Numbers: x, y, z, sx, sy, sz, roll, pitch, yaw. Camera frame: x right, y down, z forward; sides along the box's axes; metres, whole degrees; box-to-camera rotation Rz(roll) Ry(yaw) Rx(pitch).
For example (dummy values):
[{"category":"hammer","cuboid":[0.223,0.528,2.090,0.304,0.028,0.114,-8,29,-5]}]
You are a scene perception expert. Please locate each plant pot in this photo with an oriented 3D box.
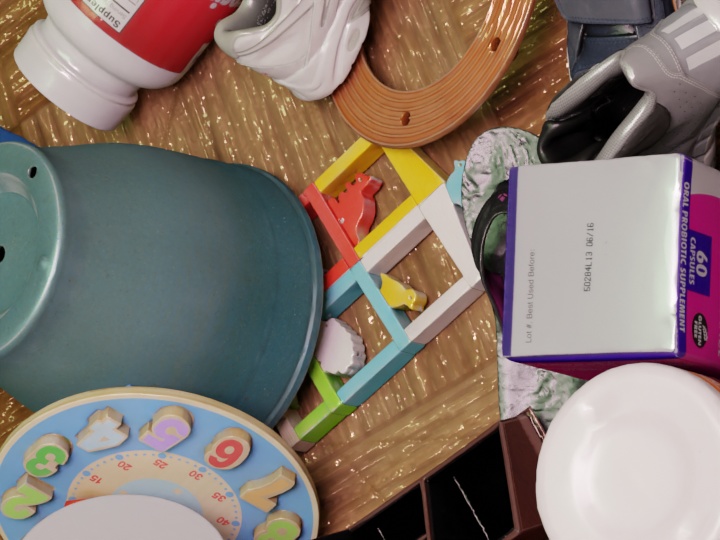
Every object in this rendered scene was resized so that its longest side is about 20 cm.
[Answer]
[{"category":"plant pot","cuboid":[-0.157,0.010,1.473,0.200,0.188,0.201,-14,68,39]}]

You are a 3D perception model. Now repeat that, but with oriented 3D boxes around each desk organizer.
[{"category":"desk organizer","cuboid":[0.025,0.163,1.393,0.200,0.077,0.072,-38,73,30]}]

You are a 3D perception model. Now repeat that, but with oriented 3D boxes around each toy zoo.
[{"category":"toy zoo","cuboid":[0.000,0.000,1.497,0.200,0.020,0.131,-43,60,20]}]

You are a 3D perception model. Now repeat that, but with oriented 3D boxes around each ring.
[{"category":"ring","cuboid":[0.045,-0.170,1.473,0.200,0.019,0.201,-21,62,45]}]

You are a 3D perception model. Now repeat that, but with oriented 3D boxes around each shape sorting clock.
[{"category":"shape sorting clock","cuboid":[-0.124,0.144,1.457,0.199,0.200,0.039,-24,38,28]}]

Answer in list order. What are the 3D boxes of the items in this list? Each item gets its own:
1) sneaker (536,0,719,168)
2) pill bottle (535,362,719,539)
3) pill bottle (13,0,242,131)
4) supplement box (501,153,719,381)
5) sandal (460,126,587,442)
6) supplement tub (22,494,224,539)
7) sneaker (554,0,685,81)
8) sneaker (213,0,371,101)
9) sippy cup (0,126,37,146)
[{"category":"sneaker","cuboid":[0.137,-0.073,1.304,0.115,0.200,0.075,-28,68,-21]},{"category":"pill bottle","cuboid":[0.184,0.115,1.240,0.114,0.200,0.115,-7,77,32]},{"category":"pill bottle","cuboid":[-0.133,-0.192,1.569,0.200,0.112,0.112,-50,58,16]},{"category":"supplement box","cuboid":[0.167,0.009,1.273,0.103,0.200,0.102,-3,80,32]},{"category":"sandal","cuboid":[0.101,0.009,1.401,0.075,0.048,0.201,-14,76,17]},{"category":"supplement tub","cuboid":[-0.137,0.248,1.425,0.132,0.132,0.201,31,135,34]},{"category":"sneaker","cuboid":[0.145,-0.181,1.401,0.078,0.079,0.201,1,83,33]},{"category":"sneaker","cuboid":[-0.025,-0.205,1.475,0.078,0.099,0.201,36,106,54]},{"category":"sippy cup","cuboid":[-0.262,-0.025,1.594,0.178,0.139,0.131,42,118,42]}]
